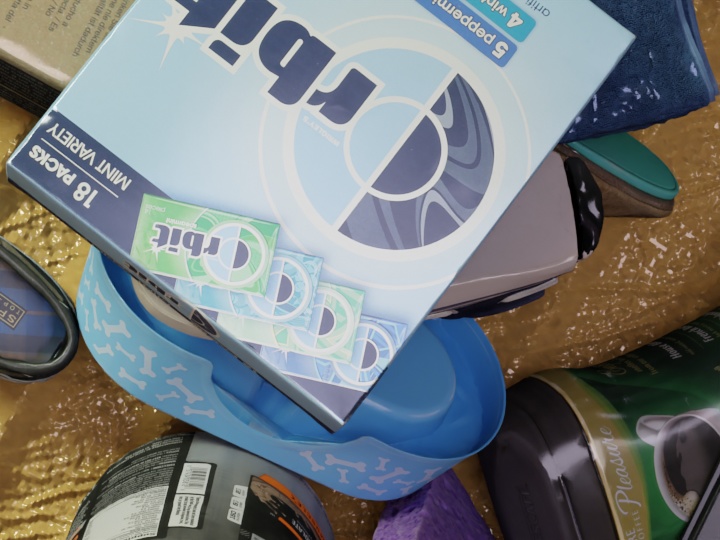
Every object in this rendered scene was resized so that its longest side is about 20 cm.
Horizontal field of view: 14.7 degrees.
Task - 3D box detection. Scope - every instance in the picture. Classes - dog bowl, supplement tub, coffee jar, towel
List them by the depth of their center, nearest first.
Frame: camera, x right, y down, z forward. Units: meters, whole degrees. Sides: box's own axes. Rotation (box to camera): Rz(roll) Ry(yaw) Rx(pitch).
[{"bbox_3d":[-0.072,0.151,1.147,0.122,0.200,0.123,0,105,2],"label":"supplement tub"},{"bbox_3d":[0.084,-0.152,1.191,0.111,0.049,0.201,-13,98,-23],"label":"towel"},{"bbox_3d":[-0.034,0.032,1.217,0.199,0.112,0.050,26,130,-15],"label":"dog bowl"},{"bbox_3d":[0.152,0.074,1.274,0.199,0.085,0.105,-21,105,-14],"label":"coffee jar"}]

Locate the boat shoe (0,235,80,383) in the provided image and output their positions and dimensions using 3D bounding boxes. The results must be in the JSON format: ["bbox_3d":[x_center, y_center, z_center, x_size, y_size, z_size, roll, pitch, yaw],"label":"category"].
[{"bbox_3d":[-0.203,-0.017,1.191,0.200,0.057,0.069,32,84,-14],"label":"boat shoe"}]

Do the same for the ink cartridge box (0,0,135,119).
[{"bbox_3d":[-0.089,-0.156,1.189,0.164,0.075,0.201,29,75,-10],"label":"ink cartridge box"}]

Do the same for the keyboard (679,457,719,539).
[{"bbox_3d":[0.213,0.089,1.242,0.104,0.040,0.201,27,95,0],"label":"keyboard"}]

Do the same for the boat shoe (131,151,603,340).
[{"bbox_3d":[0.000,0.000,1.189,0.199,0.093,0.075,-6,75,-9],"label":"boat shoe"}]

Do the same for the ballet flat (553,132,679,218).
[{"bbox_3d":[0.052,-0.064,1.249,0.200,0.068,0.072,32,111,-30],"label":"ballet flat"}]

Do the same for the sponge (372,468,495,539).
[{"bbox_3d":[0.039,0.164,1.196,0.030,0.200,0.112,-26,101,16],"label":"sponge"}]

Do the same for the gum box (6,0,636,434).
[{"bbox_3d":[-0.016,-0.066,1.123,0.170,0.045,0.200,38,80,-1],"label":"gum box"}]
